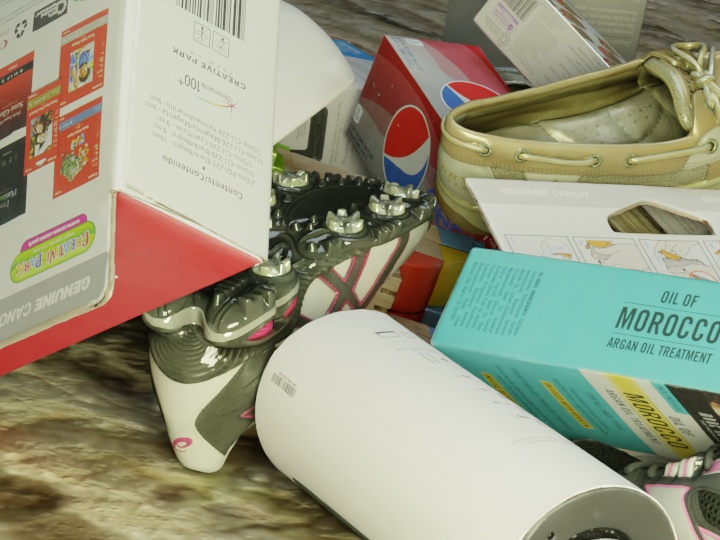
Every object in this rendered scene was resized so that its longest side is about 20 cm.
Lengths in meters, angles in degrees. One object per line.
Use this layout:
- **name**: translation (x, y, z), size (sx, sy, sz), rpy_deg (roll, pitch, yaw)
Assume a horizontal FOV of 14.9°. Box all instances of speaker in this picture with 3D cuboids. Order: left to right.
- **speaker**: translation (0.038, 0.083, 1.075), size (0.081, 0.081, 0.200), rpy_deg (0, 18, -31)

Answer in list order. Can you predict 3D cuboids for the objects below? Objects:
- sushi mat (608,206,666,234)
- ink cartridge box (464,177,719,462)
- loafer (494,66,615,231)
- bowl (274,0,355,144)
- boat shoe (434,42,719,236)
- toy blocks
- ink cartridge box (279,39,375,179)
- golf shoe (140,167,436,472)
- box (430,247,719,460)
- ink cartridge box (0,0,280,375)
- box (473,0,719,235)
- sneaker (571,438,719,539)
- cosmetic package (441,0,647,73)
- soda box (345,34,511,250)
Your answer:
- **sushi mat**: translation (0.167, -0.002, 1.396), size (0.200, 0.012, 0.096), rpy_deg (47, 21, 22)
- **ink cartridge box**: translation (0.158, 0.032, 1.286), size (0.200, 0.045, 0.176), rpy_deg (2, 40, -27)
- **loafer**: translation (0.129, -0.045, 1.509), size (0.200, 0.075, 0.070), rpy_deg (34, 18, 15)
- **bowl**: translation (-0.120, -0.069, 1.326), size (0.199, 0.075, 0.200), rpy_deg (-20, 10, 30)
- **boat shoe**: translation (0.132, -0.075, 1.355), size (0.200, 0.063, 0.073), rpy_deg (-13, 51, -12)
- **toy blocks**: translation (0.000, 0.000, 1.350), size (0.136, 0.100, 0.200), rpy_deg (18, 18, -10)
- **ink cartridge box**: translation (-0.080, -0.091, 1.551), size (0.200, 0.068, 0.116), rpy_deg (2, 17, -27)
- **golf shoe**: translation (-0.034, 0.013, 1.211), size (0.077, 0.088, 0.200), rpy_deg (16, 27, 27)
- **box**: translation (0.134, 0.042, 1.114), size (0.200, 0.049, 0.082), rpy_deg (9, -24, 39)
- **ink cartridge box**: translation (-0.132, -0.025, 1.129), size (0.200, 0.176, 0.084), rpy_deg (-22, -35, 40)
- **box**: translation (0.133, -0.082, 1.438), size (0.039, 0.041, 0.200), rpy_deg (16, 28, -51)
- **sneaker**: translation (0.146, 0.099, 1.074), size (0.080, 0.087, 0.200), rpy_deg (0, 18, -36)
- **cosmetic package**: translation (0.101, -0.119, 1.611), size (0.090, 0.200, 0.107), rpy_deg (1, 20, -23)
- **soda box**: translation (0.063, -0.041, 1.440), size (0.063, 0.070, 0.200), rpy_deg (4, 35, -30)
